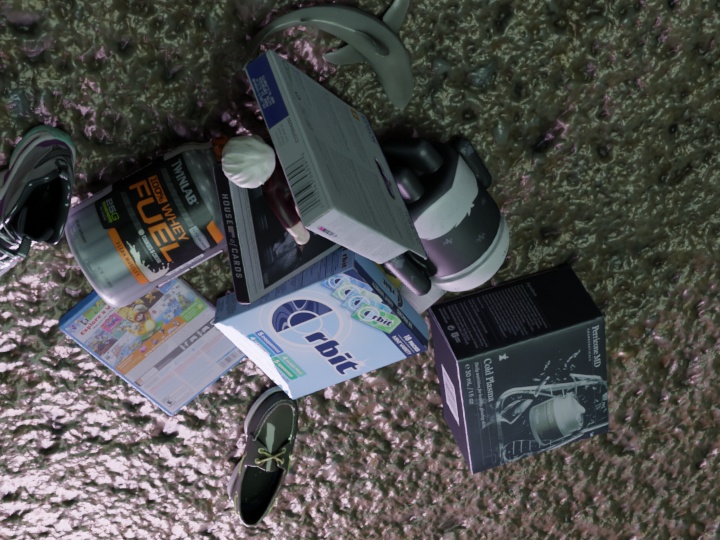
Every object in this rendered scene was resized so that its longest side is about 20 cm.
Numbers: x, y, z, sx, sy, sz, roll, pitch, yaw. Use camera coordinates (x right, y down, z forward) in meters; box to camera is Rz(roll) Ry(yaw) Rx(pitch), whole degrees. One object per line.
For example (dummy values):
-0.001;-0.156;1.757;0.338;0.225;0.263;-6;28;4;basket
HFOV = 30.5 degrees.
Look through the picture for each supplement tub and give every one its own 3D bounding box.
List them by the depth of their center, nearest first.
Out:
-0.210;-0.057;1.431;0.198;0.123;0.123;-30;127;2;supplement tub

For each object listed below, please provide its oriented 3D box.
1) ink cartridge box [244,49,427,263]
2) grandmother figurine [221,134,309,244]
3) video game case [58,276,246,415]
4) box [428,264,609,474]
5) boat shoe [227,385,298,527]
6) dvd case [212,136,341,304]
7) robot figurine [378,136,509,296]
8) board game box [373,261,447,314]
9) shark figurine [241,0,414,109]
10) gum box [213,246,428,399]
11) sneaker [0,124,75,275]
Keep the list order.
-0.024;-0.107;1.355;0.043;0.198;0.199;-31;152;18;ink cartridge box
-0.071;-0.086;1.362;0.060;0.123;0.199;-27;150;24;grandmother figurine
-0.241;0.077;1.581;0.143;0.018;0.200;-38;126;11;video game case
0.204;0.126;1.691;0.194;0.124;0.202;-17;127;-8;box
-0.121;0.241;1.705;0.071;0.061;0.204;8;121;-22;boat shoe
-0.079;-0.071;1.419;0.024;0.199;0.152;4;113;33;dvd case
0.088;-0.065;1.520;0.149;0.125;0.200;-34;126;11;robot figurine
0.000;0.000;1.592;0.135;0.035;0.200;-39;126;11;board game box
-0.015;-0.241;1.390;0.212;0.090;0.129;11;118;-26;shark figurine
-0.045;0.064;1.573;0.198;0.045;0.170;-21;132;25;gum box
-0.360;-0.043;1.382;0.077;0.140;0.201;20;115;-28;sneaker
